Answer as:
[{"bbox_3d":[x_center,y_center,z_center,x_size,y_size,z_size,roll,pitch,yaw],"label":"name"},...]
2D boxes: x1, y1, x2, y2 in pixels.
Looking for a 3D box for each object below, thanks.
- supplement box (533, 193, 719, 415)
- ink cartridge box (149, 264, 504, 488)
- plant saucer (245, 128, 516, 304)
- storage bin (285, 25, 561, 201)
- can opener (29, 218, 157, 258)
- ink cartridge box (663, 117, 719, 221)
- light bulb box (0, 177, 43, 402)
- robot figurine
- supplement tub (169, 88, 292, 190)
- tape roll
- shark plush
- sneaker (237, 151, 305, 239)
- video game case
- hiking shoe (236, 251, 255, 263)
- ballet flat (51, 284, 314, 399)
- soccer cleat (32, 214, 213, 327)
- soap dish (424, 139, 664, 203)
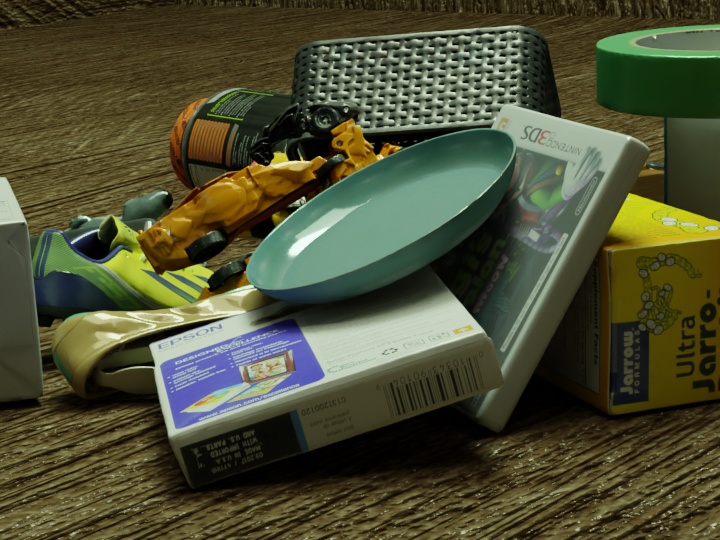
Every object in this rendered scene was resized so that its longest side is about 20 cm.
[{"bbox_3d":[0.166,0.015,1.370,0.109,0.110,0.200,-7,14,-21],"label":"supplement box"},{"bbox_3d":[-0.028,0.058,1.269,0.197,0.044,0.200,-19,17,-5],"label":"ink cartridge box"},{"bbox_3d":[0.017,-0.032,1.350,0.199,0.028,0.200,-24,19,9],"label":"plant saucer"},{"bbox_3d":[0.052,-0.108,1.583,0.198,0.094,0.135,-4,-32,12],"label":"storage bin"},{"bbox_3d":[-0.249,0.005,1.610,0.198,0.053,0.067,-12,50,4],"label":"can opener"},{"bbox_3d":[0.342,-0.067,1.611,0.144,0.148,0.200,5,15,31],"label":"ink cartridge box"},{"bbox_3d":[-0.329,0.017,1.419,0.197,0.126,0.200,-5,12,-12],"label":"light bulb box"},{"bbox_3d":[-0.053,-0.034,1.477,0.199,0.146,0.058,-31,-15,-8],"label":"robot figurine"},{"bbox_3d":[-0.088,-0.109,1.941,0.122,0.124,0.199,-12,16,-37],"label":"supplement tub"},{"bbox_3d":[0.282,-0.155,1.572,0.199,0.049,0.201,-3,13,1],"label":"tape roll"},{"bbox_3d":[-0.222,-0.009,1.660,0.198,0.091,0.084,4,44,1],"label":"shark plush"},{"bbox_3d":[-0.028,-0.046,1.701,0.199,0.078,0.082,2,34,35],"label":"sneaker"},{"bbox_3d":[0.092,-0.008,1.331,0.023,0.201,0.182,28,-1,-24],"label":"video game case"},{"bbox_3d":[0.000,0.000,1.550,0.198,0.075,0.087,1,7,0],"label":"hiking shoe"},{"bbox_3d":[-0.109,0.055,1.391,0.198,0.069,0.063,-9,42,-17],"label":"ballet flat"},{"bbox_3d":[-0.167,0.001,1.525,0.064,0.084,0.200,3,3,35],"label":"soccer cleat"},{"bbox_3d":[0.153,-0.066,1.704,0.199,0.082,0.157,21,19,32],"label":"soap dish"}]
